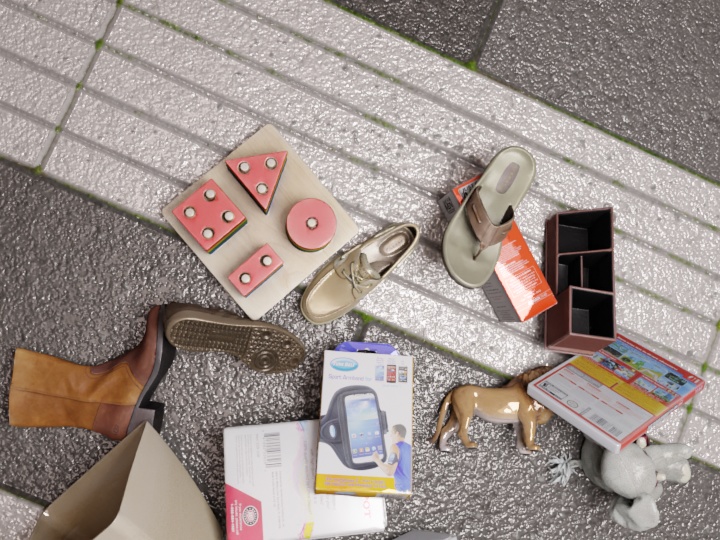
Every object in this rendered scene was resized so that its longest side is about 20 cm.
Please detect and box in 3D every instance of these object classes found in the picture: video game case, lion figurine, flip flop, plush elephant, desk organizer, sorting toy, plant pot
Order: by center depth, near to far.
[{"bbox_3d":[-0.276,0.345,0.841,0.200,0.200,0.177,-41,108,7],"label":"plant pot"},{"bbox_3d":[0.168,-0.072,0.896,0.081,0.058,0.201,31,84,-3],"label":"flip flop"},{"bbox_3d":[0.341,0.155,0.935,0.199,0.143,0.018,-22,127,-31],"label":"video game case"},{"bbox_3d":[0.366,0.253,0.945,0.199,0.155,0.166,-20,88,-8],"label":"plush elephant"},{"bbox_3d":[-0.135,-0.070,0.957,0.199,0.070,0.200,-41,91,-8],"label":"sorting toy"},{"bbox_3d":[0.304,0.010,0.970,0.071,0.077,0.201,9,69,-6],"label":"desk organizer"},{"bbox_3d":[0.187,0.190,0.974,0.199,0.073,0.123,2,68,0],"label":"lion figurine"}]

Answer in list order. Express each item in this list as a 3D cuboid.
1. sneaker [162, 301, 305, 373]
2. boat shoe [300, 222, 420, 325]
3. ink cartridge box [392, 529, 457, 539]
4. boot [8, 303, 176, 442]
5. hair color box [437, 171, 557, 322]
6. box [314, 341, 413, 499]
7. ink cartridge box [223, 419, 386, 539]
[{"bbox_3d":[-0.166,0.079,0.939,0.199,0.076,0.071,21,107,-31],"label":"sneaker"},{"bbox_3d":[0.000,0.000,0.969,0.200,0.065,0.072,-37,90,-8],"label":"boat shoe"},{"bbox_3d":[0.066,0.457,0.904,0.144,0.084,0.201,-6,87,-43],"label":"ink cartridge box"},{"bbox_3d":[-0.355,0.126,0.934,0.199,0.068,0.189,9,92,2],"label":"boot"},{"bbox_3d":[0.186,-0.029,0.974,0.061,0.102,0.201,-28,90,-7],"label":"hair color box"},{"bbox_3d":[0.006,0.183,0.895,0.118,0.042,0.201,4,66,-4],"label":"box"},{"bbox_3d":[-0.075,0.275,0.916,0.199,0.086,0.148,-2,70,-7],"label":"ink cartridge box"}]
